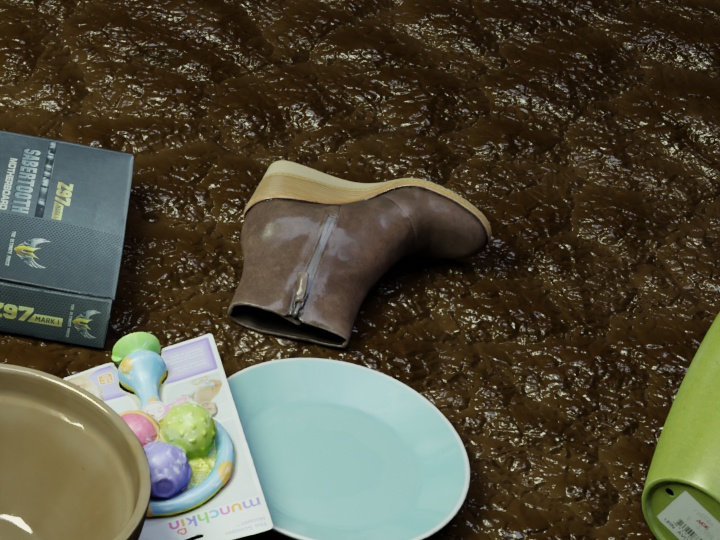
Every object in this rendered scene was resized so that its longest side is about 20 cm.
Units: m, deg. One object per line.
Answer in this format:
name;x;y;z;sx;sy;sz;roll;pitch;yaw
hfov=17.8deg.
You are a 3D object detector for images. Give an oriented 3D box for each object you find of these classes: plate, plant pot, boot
plate;-0.021;0.135;1.633;0.199;0.026;0.201;10;37;-7
plant pot;0.295;0.124;1.652;0.187;0.188;0.200;31;54;22
boot;0.000;0.000;1.805;0.199;0.073;0.167;13;48;-4
plant pot;-0.239;0.157;1.471;0.200;0.093;0.201;10;37;-7

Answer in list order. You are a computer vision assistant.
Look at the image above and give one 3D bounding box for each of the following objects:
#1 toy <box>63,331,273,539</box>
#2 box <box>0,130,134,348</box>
toy;-0.140;0.112;1.580;0.115;0.047;0.200;-16;39;-5
box;-0.258;-0.031;1.749;0.157;0.051;0.200;11;36;-7
